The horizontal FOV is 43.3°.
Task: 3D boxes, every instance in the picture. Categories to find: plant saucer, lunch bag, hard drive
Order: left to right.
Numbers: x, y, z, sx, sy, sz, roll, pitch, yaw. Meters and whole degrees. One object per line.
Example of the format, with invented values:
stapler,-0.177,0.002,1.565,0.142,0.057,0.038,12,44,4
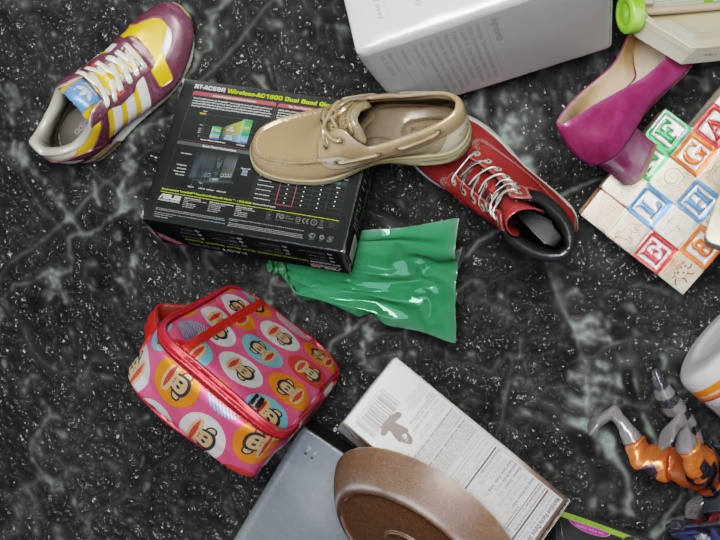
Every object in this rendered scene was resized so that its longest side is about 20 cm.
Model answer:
lunch bag,-0.121,0.089,0.844,0.176,0.200,0.082,38,108,5
hard drive,-0.047,0.274,0.936,0.139,0.033,0.201,32,103,6
plant saucer,0.051,0.243,0.815,0.200,0.035,0.201,25,141,22

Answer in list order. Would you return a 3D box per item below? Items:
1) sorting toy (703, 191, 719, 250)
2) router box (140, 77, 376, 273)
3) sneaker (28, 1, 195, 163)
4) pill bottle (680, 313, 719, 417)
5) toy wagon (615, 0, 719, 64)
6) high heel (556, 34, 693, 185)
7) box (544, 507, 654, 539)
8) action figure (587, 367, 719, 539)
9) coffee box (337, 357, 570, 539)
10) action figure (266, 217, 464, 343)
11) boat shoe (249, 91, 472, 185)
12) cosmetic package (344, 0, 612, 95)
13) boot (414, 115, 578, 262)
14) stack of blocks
sorting toy,0.381,-0.088,0.657,0.198,0.070,0.201,20,86,23
router box,-0.088,-0.090,0.854,0.199,0.062,0.151,10,72,10
sneaker,-0.241,-0.180,0.890,0.075,0.090,0.200,43,104,4
pill bottle,0.388,0.118,0.781,0.200,0.113,0.113,40,103,4
toy wagon,0.276,-0.267,0.767,0.154,0.040,0.201,-7,68,-10
high heel,0.223,-0.178,0.765,0.096,0.067,0.201,29,80,-32
box,0.218,0.351,0.843,0.148,0.124,0.201,18,102,9
action figure,0.324,0.174,0.788,0.193,0.200,0.105,34,64,-14
coffee box,0.080,0.179,0.847,0.200,0.114,0.080,39,78,4
action figure,0.000,0.000,0.880,0.199,0.055,0.119,5,100,19
boat shoe,-0.006,-0.123,0.782,0.199,0.065,0.072,-8,69,11
cosmetic package,0.091,-0.257,0.754,0.199,0.166,0.168,-15,79,13
boot,0.107,-0.082,0.801,0.200,0.144,0.073,37,105,7
stack of blocks,0.301,-0.094,0.800,0.115,0.059,0.200,39,103,5
